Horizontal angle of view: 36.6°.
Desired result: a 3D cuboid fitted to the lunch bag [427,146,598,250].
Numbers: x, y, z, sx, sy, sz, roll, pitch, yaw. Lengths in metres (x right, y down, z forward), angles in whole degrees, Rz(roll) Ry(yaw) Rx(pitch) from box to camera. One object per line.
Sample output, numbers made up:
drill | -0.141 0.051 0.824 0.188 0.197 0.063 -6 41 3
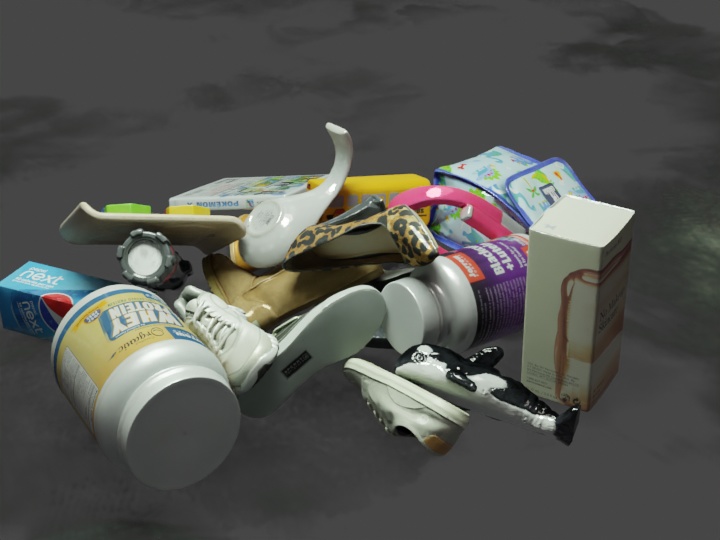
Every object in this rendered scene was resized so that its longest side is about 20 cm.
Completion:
lunch bag | 0.215 -0.083 1.480 0.198 0.129 0.169 28 33 32

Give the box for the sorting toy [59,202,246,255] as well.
sorting toy | -0.257 -0.056 1.333 0.197 0.037 0.185 5 -10 -23

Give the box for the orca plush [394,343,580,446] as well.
orca plush | 0.138 0.109 1.134 0.197 0.105 0.072 15 71 28

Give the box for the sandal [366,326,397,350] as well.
sandal | 0.070 0.072 1.299 0.197 0.043 0.076 -2 34 -22

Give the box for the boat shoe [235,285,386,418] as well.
boat shoe | -0.063 0.078 1.195 0.199 0.071 0.064 -36 29 -7

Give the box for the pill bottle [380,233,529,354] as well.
pill bottle | 0.122 0.031 1.238 0.198 0.113 0.111 -16 31 -34

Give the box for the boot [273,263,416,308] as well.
boot | 0.000 0.000 1.394 0.197 0.070 0.174 -13 31 -16

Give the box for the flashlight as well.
flashlight | -0.252 -0.005 1.329 0.067 0.068 0.200 37 -8 0

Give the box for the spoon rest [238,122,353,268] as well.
spoon rest | -0.075 -0.084 1.336 0.099 0.061 0.201 30 78 44

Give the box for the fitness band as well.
fitness band | 0.120 -0.040 1.358 0.142 0.199 0.038 -19 50 43

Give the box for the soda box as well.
soda box | -0.343 0.049 1.325 0.197 0.065 0.068 11 30 23

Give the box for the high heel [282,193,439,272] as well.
high heel | -0.001 -0.016 1.202 0.141 0.072 0.200 -32 26 -12

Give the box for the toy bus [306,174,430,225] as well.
toy bus | -0.007 -0.080 1.427 0.197 0.080 0.065 -5 17 -24

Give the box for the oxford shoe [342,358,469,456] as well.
oxford shoe | 0.036 0.141 1.142 0.075 0.058 0.199 29 -4 -36

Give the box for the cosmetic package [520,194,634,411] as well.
cosmetic package | 0.234 0.035 1.179 0.086 0.203 0.103 15 34 30

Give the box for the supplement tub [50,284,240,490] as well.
supplement tub | -0.219 0.117 1.108 0.143 0.147 0.199 -18 32 -28

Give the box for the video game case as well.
video game case | -0.156 -0.114 1.587 0.179 0.022 0.200 -1 12 17

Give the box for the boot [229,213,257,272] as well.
boot | -0.088 -0.049 1.480 0.141 0.072 0.202 0 22 13

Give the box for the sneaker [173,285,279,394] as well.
sneaker | -0.149 0.070 1.167 0.075 0.081 0.199 -50 28 -7

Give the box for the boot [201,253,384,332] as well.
boot | -0.085 -0.002 1.336 0.198 0.067 0.176 -30 44 -1
